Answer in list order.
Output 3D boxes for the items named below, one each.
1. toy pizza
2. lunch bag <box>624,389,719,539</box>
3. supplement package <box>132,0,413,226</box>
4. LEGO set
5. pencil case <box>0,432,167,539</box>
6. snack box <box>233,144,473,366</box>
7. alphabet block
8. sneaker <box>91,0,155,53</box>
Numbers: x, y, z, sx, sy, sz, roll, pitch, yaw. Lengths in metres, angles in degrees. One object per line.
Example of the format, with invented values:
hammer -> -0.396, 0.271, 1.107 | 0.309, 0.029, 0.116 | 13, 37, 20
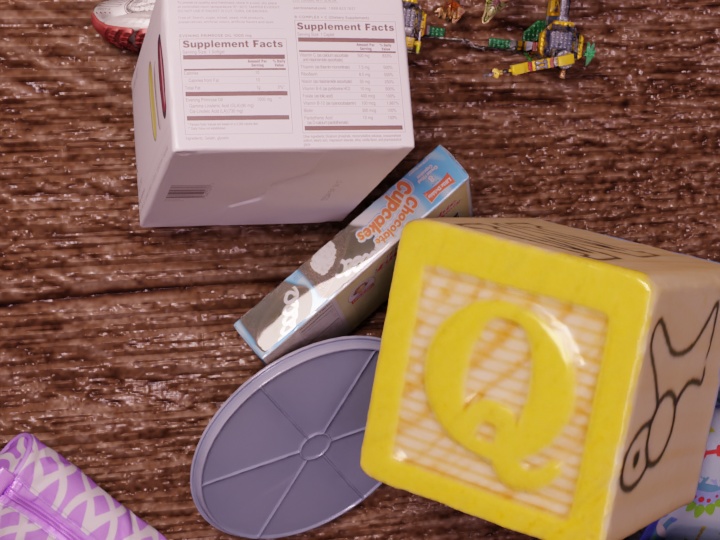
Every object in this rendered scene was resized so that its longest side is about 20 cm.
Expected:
toy pizza -> -0.041, 0.124, 1.114 | 0.199, 0.032, 0.201 | -19, 135, -20
lunch bag -> 0.289, 0.195, 1.211 | 0.169, 0.128, 0.202 | 10, 109, -19
supplement package -> -0.068, -0.107, 0.990 | 0.154, 0.200, 0.112 | -2, 78, -15
LEGO set -> 0.103, -0.218, 1.078 | 0.198, 0.116, 0.155 | 13, 96, -17
pencil case -> -0.202, 0.208, 1.091 | 0.200, 0.085, 0.084 | 41, 89, -18
snack box -> 0.000, 0.000, 1.093 | 0.200, 0.116, 0.037 | -41, 75, -5
alphabet block -> 0.141, 0.072, 1.063 | 0.199, 0.195, 0.197 | -2, 103, -59
sneaker -> -0.102, -0.214, 1.054 | 0.199, 0.078, 0.083 | -24, 91, -14
